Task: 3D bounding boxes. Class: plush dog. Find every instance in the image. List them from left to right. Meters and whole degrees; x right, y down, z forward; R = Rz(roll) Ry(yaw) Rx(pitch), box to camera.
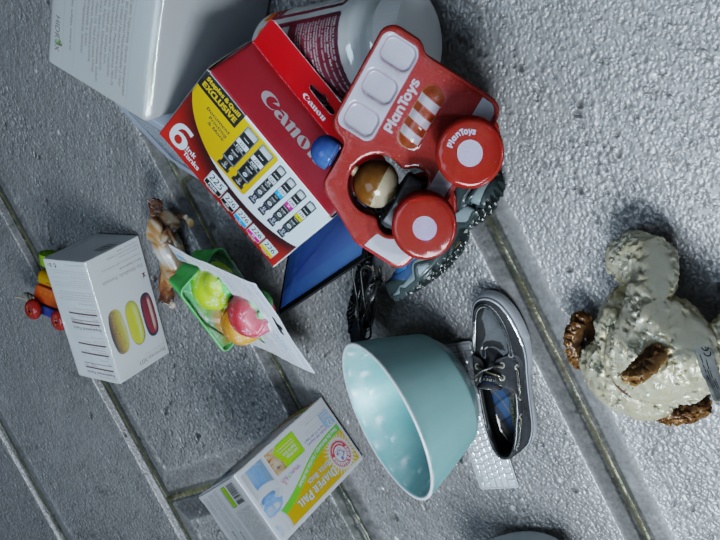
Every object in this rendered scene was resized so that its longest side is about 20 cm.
[{"bbox_3d":[0.287,0.091,0.880,0.199,0.160,0.173,38,152,15],"label":"plush dog"}]

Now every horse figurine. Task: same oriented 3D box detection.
[{"bbox_3d":[-0.275,-0.027,1.288,0.131,0.049,0.204,24,134,47],"label":"horse figurine"}]

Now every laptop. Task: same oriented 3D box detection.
[{"bbox_3d":[-0.078,-0.081,1.084,0.176,0.103,0.202,-31,94,41],"label":"laptop"}]

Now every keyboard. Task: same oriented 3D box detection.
[{"bbox_3d":[0.000,0.000,1.071,0.105,0.039,0.203,-109,25,-54],"label":"keyboard"},{"bbox_3d":[0.146,0.184,1.105,0.055,0.011,0.204,-10,105,40],"label":"keyboard"}]

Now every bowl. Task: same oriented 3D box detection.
[{"bbox_3d":[0.070,0.158,1.061,0.202,0.104,0.203,51,156,33],"label":"bowl"}]

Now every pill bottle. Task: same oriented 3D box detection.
[{"bbox_3d":[-0.017,-0.239,0.958,0.197,0.109,0.112,1,112,37],"label":"pill bottle"}]

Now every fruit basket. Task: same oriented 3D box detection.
[{"bbox_3d":[-0.158,0.047,1.189,0.197,0.094,0.187,13,145,40],"label":"fruit basket"}]

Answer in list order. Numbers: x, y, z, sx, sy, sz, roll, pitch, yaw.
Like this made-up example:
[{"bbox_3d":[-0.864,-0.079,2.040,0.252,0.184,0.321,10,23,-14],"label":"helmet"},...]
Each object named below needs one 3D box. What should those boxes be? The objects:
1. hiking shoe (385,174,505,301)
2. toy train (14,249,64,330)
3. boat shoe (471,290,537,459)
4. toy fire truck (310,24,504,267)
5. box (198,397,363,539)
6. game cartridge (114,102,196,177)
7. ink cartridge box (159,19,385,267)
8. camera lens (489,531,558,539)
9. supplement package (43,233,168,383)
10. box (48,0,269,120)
[{"bbox_3d":[0.082,-0.053,1.006,0.087,0.074,0.201,46,120,15],"label":"hiking shoe"},{"bbox_3d":[-0.531,0.017,1.497,0.197,0.084,0.119,16,110,31],"label":"toy train"},{"bbox_3d":[0.160,0.127,1.029,0.069,0.066,0.204,3,113,35],"label":"boat shoe"},{"bbox_3d":[0.043,-0.116,0.876,0.166,0.112,0.202,32,108,-3],"label":"toy fire truck"},{"bbox_3d":[-0.105,0.284,1.217,0.113,0.199,0.101,53,132,0],"label":"box"},{"bbox_3d":[-0.231,-0.168,1.128,0.131,0.042,0.200,27,169,20],"label":"game cartridge"},{"bbox_3d":[-0.097,-0.135,0.959,0.201,0.084,0.175,49,137,-6],"label":"ink cartridge box"},{"bbox_3d":[0.211,0.451,1.084,0.157,0.159,0.204,-7,107,38],"label":"camera lens"},{"bbox_3d":[-0.397,0.057,1.387,0.108,0.113,0.204,4,115,36],"label":"supplement package"},{"bbox_3d":[-0.227,-0.316,1.020,0.170,0.198,0.203,31,126,20],"label":"box"}]
